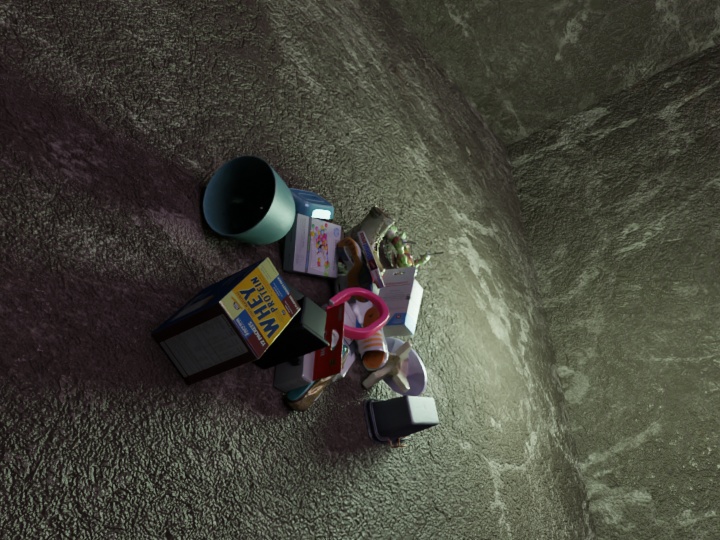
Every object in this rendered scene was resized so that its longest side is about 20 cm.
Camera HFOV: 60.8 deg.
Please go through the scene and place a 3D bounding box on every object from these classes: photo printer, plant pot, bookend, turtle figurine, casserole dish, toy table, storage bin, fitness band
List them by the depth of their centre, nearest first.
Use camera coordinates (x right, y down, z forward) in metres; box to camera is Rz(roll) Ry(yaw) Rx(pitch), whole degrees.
[{"bbox_3d":[-0.169,0.101,1.426,0.092,0.200,0.199,42,38,-37],"label":"bookend"},{"bbox_3d":[-0.252,-0.152,1.487,0.161,0.200,0.201,36,39,-62],"label":"plant pot"},{"bbox_3d":[-0.007,0.111,1.617,0.144,0.037,0.200,36,34,17],"label":"fitness band"},{"bbox_3d":[0.126,0.422,1.746,0.200,0.134,0.146,18,54,-52],"label":"storage bin"},{"bbox_3d":[-0.149,-0.193,1.752,0.121,0.039,0.200,37,17,24],"label":"casserole dish"},{"bbox_3d":[0.097,0.275,1.772,0.200,0.184,0.117,39,8,26],"label":"toy table"},{"bbox_3d":[0.000,0.099,1.831,0.200,0.069,0.167,14,58,-55],"label":"photo printer"},{"bbox_3d":[0.180,-0.083,2.151,0.144,0.200,0.194,-6,47,-28],"label":"turtle figurine"}]

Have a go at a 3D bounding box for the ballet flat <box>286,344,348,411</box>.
[{"bbox_3d":[-0.097,0.265,1.496,0.200,0.071,0.071,-44,112,-22],"label":"ballet flat"}]

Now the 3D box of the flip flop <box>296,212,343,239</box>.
[{"bbox_3d":[-0.116,-0.143,1.823,0.200,0.058,0.081,36,37,-38],"label":"flip flop"}]

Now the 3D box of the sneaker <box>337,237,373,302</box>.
[{"bbox_3d":[0.000,0.000,1.770,0.088,0.075,0.200,29,43,-65],"label":"sneaker"}]

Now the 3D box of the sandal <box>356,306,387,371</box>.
[{"bbox_3d":[0.021,0.175,1.646,0.059,0.079,0.207,41,30,-39],"label":"sandal"}]

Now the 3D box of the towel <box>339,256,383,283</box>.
[{"bbox_3d":[0.031,0.005,1.916,0.145,0.023,0.200,38,13,32],"label":"towel"}]

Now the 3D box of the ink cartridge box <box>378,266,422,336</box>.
[{"bbox_3d":[0.113,0.092,1.812,0.067,0.116,0.200,48,46,-41],"label":"ink cartridge box"}]

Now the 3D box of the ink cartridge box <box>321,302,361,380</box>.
[{"bbox_3d":[-0.076,0.186,1.634,0.147,0.086,0.200,60,29,-12],"label":"ink cartridge box"}]

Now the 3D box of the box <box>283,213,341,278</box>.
[{"bbox_3d":[-0.132,-0.064,1.714,0.200,0.041,0.156,13,80,-56],"label":"box"}]

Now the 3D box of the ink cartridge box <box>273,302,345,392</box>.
[{"bbox_3d":[-0.122,0.175,1.474,0.044,0.173,0.200,39,39,-38],"label":"ink cartridge box"}]

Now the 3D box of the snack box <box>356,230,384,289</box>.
[{"bbox_3d":[0.029,-0.033,1.770,0.200,0.024,0.072,-109,179,-53],"label":"snack box"}]

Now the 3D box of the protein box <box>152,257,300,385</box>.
[{"bbox_3d":[-0.270,0.102,1.259,0.135,0.200,0.199,59,30,-14],"label":"protein box"}]

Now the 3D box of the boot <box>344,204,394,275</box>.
[{"bbox_3d":[0.050,-0.095,1.905,0.072,0.155,0.200,25,24,-53],"label":"boot"}]
